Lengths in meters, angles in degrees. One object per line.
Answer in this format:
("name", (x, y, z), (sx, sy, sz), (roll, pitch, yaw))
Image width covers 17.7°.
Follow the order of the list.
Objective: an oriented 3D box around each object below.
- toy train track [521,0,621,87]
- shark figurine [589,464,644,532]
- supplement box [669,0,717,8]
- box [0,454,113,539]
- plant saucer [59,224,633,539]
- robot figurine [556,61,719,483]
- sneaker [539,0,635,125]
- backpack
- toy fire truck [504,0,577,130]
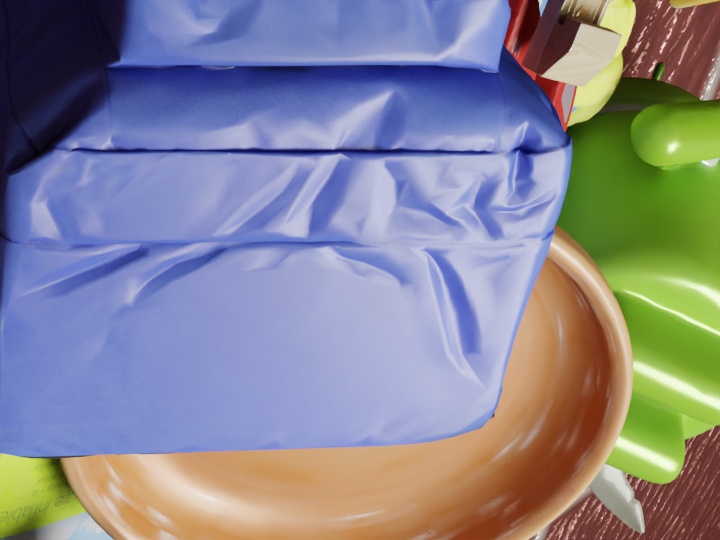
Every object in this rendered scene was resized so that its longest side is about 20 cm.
("toy train track", (0.106, -0.149, 0.722), (0.114, 0.032, 0.201), (8, 109, -49))
("shark figurine", (0.049, 0.104, 1.054), (0.214, 0.128, 0.090), (-10, 110, -63))
("supplement box", (0.205, -0.178, 0.934), (0.200, 0.130, 0.104), (-25, 102, -60))
("box", (-0.120, 0.082, 0.854), (0.122, 0.048, 0.201), (-11, 130, -55))
("plant saucer", (-0.006, 0.038, 0.800), (0.199, 0.038, 0.201), (-5, 132, -5))
("robot figurine", (0.119, -0.004, 1.022), (0.176, 0.115, 0.200), (-55, -160, 39))
("sneaker", (0.057, -0.097, 0.910), (0.105, 0.076, 0.200), (-46, 154, -15))
("backpack", (-0.040, -0.064, 0.634), (0.162, 0.200, 0.168), (4, 121, -23))
("toy fire truck", (0.044, -0.105, 0.768), (0.200, 0.049, 0.142), (24, 84, -73))
